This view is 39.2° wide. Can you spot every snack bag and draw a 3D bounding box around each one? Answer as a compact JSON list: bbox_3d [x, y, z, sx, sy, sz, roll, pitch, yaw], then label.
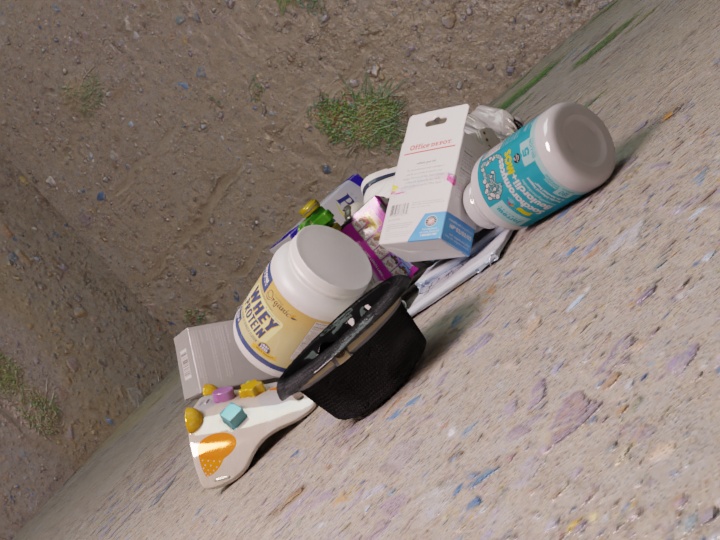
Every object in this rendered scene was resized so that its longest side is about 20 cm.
[{"bbox_3d":[0.144,-0.019,1.403,0.189,0.021,0.200,-37,8,36],"label":"snack bag"}]

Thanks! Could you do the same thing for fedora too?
[{"bbox_3d":[0.003,0.098,1.142,0.201,0.092,0.201,-41,6,6],"label":"fedora"}]

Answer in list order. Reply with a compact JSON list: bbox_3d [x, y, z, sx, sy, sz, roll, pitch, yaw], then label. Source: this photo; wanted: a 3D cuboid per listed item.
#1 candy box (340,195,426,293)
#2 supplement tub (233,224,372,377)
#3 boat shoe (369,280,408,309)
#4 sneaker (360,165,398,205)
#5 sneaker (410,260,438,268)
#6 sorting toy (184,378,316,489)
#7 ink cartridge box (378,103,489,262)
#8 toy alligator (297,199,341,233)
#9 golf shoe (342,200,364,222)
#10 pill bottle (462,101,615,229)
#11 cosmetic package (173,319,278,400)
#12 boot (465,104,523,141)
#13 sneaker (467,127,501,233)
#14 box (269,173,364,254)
[{"bbox_3d":[0.000,0.000,1.563,0.200,0.136,0.061,-41,-12,14],"label":"candy box"},{"bbox_3d":[-0.083,0.045,1.464,0.200,0.144,0.144,-54,-2,35],"label":"supplement tub"},{"bbox_3d":[0.034,0.066,1.418,0.062,0.073,0.200,6,16,16],"label":"boat shoe"},{"bbox_3d":[0.098,-0.135,1.602,0.200,0.076,0.081,-27,42,16],"label":"sneaker"},{"bbox_3d":[0.141,-0.076,1.479,0.079,0.075,0.200,-23,24,46],"label":"sneaker"},{"bbox_3d":[-0.136,0.196,1.423,0.180,0.107,0.200,-21,10,10],"label":"sorting toy"},{"bbox_3d":[0.107,-0.118,1.387,0.115,0.068,0.200,-4,66,45],"label":"ink cartridge box"},{"bbox_3d":[-0.073,-0.069,1.538,0.054,0.059,0.200,-43,8,-4],"label":"toy alligator"},{"bbox_3d":[0.062,-0.086,1.686,0.200,0.077,0.088,9,-27,-37],"label":"golf shoe"},{"bbox_3d":[0.213,-0.119,1.263,0.111,0.111,0.200,-46,7,-36],"label":"pill bottle"},{"bbox_3d":[-0.177,0.129,1.575,0.200,0.107,0.090,-6,-13,-29],"label":"cosmetic package"},{"bbox_3d":[0.228,-0.209,1.601,0.096,0.074,0.200,-42,47,-15],"label":"boot"},{"bbox_3d":[0.169,-0.135,1.442,0.074,0.116,0.200,-35,9,30],"label":"sneaker"},{"bbox_3d":[-0.027,-0.045,1.869,0.200,0.184,0.105,-46,6,-30],"label":"box"}]
